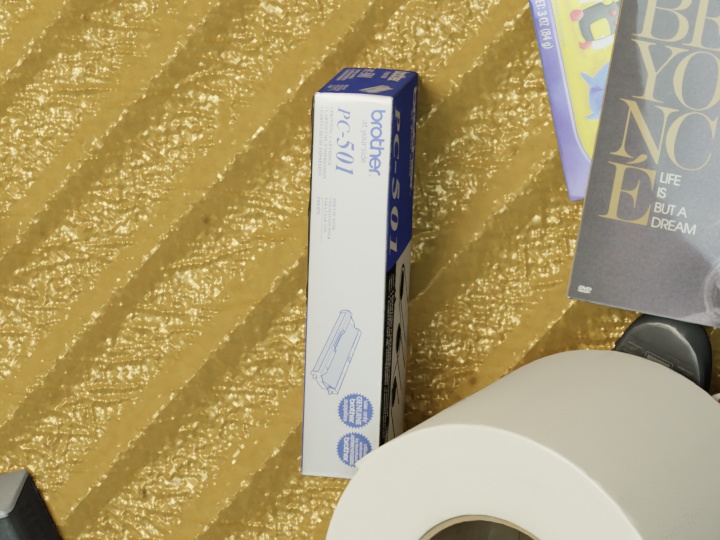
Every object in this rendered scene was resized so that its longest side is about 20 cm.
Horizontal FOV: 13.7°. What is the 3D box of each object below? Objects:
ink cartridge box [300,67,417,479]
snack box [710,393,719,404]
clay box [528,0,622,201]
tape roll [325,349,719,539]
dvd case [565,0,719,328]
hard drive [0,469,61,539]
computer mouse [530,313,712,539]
[{"bbox_3d":[0.000,0.000,1.555,0.044,0.094,0.200,4,103,8],"label":"ink cartridge box"},{"bbox_3d":[0.279,0.067,1.542,0.200,0.024,0.072,-17,138,12],"label":"snack box"},{"bbox_3d":[0.194,-0.111,1.525,0.200,0.048,0.115,-11,101,12],"label":"clay box"},{"bbox_3d":[0.100,0.154,1.516,0.202,0.139,0.203,10,109,31],"label":"tape roll"},{"bbox_3d":[0.194,-0.067,1.504,0.148,0.016,0.200,11,107,5],"label":"dvd case"},{"bbox_3d":[-0.250,0.205,1.665,0.200,0.042,0.135,-23,97,13],"label":"hard drive"},{"bbox_3d":[0.137,0.107,1.592,0.059,0.034,0.200,29,112,16],"label":"computer mouse"}]
